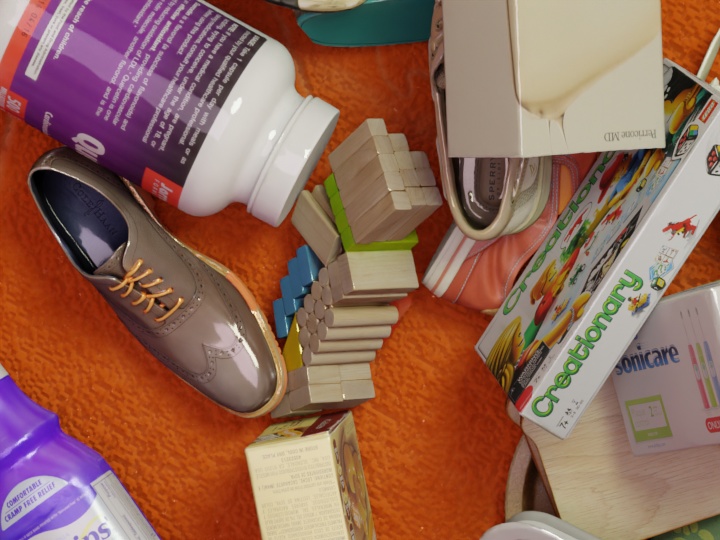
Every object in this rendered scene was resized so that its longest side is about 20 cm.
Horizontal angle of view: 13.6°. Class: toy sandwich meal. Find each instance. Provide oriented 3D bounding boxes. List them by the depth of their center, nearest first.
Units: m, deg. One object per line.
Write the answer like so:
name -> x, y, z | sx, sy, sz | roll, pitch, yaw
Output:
toy sandwich meal -> 0.173, 0.133, 1.743 | 0.204, 0.070, 0.207 | 0, 94, 6

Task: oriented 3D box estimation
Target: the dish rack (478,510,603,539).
dish rack -> 0.145, 0.222, 1.735 | 0.199, 0.044, 0.172 | 27, 133, 3

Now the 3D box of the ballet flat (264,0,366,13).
ballet flat -> -0.072, -0.207, 1.715 | 0.200, 0.066, 0.057 | 37, 141, 25

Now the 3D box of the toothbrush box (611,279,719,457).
toothbrush box -> 0.253, 0.032, 1.652 | 0.199, 0.145, 0.087 | -14, 88, -22

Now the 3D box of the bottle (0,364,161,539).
bottle -> -0.177, 0.145, 1.780 | 0.083, 0.065, 0.201 | -34, 90, 8

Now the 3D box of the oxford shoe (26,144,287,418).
oxford shoe -> -0.124, 0.011, 1.755 | 0.200, 0.073, 0.071 | 46, 107, 5

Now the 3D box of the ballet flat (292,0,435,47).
ballet flat -> 0.060, -0.170, 1.743 | 0.198, 0.072, 0.072 | -4, 94, 4

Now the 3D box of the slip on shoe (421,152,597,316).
slip on shoe -> 0.110, -0.060, 1.737 | 0.061, 0.074, 0.201 | 32, 102, -3

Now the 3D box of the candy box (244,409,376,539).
candy box -> -0.017, 0.188, 1.743 | 0.055, 0.115, 0.201 | -11, 93, 7

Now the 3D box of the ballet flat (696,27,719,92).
ballet flat -> 0.245, -0.135, 1.720 | 0.074, 0.074, 0.200 | 40, 95, 2

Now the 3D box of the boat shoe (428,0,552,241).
boat shoe -> 0.070, -0.117, 1.668 | 0.072, 0.065, 0.202 | 2, 98, 19

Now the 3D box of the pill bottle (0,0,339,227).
pill bottle -> -0.117, -0.106, 1.733 | 0.199, 0.112, 0.113 | 29, 96, 3

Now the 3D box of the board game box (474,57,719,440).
board game box -> 0.140, -0.014, 1.657 | 0.034, 0.126, 0.201 | 31, 97, -16

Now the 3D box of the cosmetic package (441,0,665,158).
cosmetic package -> 0.101, -0.162, 1.610 | 0.103, 0.073, 0.202 | -7, 95, -33

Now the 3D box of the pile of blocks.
pile of blocks -> 0.000, 0.000, 1.750 | 0.082, 0.062, 0.201 | 54, 133, 39
